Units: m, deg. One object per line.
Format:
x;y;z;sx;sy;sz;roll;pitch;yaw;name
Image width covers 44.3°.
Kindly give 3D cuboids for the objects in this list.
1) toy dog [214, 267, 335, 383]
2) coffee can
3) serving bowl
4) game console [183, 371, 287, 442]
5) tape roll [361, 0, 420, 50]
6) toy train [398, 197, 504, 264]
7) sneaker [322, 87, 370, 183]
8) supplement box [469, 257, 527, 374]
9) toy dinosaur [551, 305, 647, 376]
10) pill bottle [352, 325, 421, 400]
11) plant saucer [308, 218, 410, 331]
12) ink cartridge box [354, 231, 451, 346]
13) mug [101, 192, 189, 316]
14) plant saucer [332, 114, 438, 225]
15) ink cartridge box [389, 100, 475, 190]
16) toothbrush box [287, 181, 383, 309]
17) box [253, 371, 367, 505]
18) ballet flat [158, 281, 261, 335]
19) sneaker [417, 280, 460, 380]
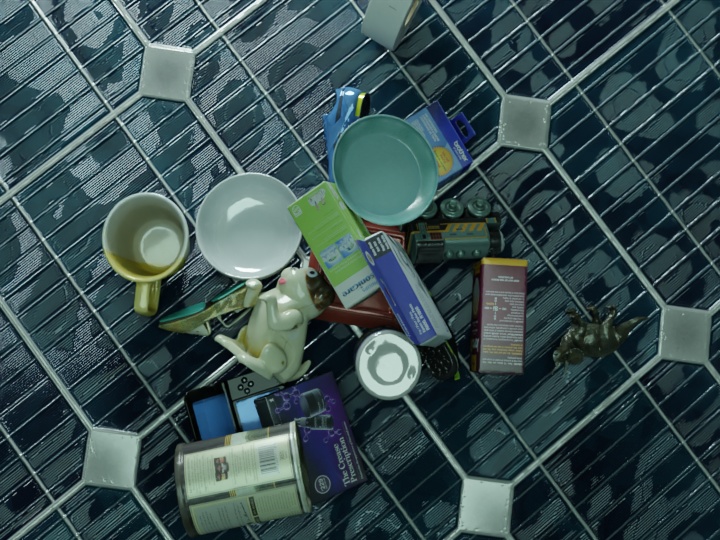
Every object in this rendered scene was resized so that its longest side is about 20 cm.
-0.127;0.088;1.550;0.192;0.139;0.203;33;87;-27;toy dog
-0.187;0.335;1.424;0.195;0.146;0.150;-10;85;-2;coffee can
-0.199;-0.072;1.614;0.195;0.066;0.205;0;73;0;serving bowl
-0.198;0.287;1.562;0.172;0.116;0.205;-16;86;-4;game console
0.075;-0.508;1.608;0.070;0.202;0.205;28;84;0;tape roll
0.167;-0.068;1.608;0.195;0.086;0.116;-1;52;-10;toy train
-0.040;-0.242;1.652;0.077;0.066;0.205;12;85;15;sneaker
0.249;0.085;1.604;0.083;0.110;0.206;3;84;-2;supplement box
0.432;0.121;1.638;0.195;0.077;0.105;-11;97;-9;toy dinosaur
0.042;0.156;1.540;0.111;0.200;0.117;0;89;-3;pill bottle
0.000;0.000;1.639;0.195;0.037;0.205;10;84;-2;plant saucer
0.077;0.032;1.485;0.040;0.200;0.202;-31;78;12;ink cartridge box
-0.377;-0.034;1.566;0.148;0.153;0.188;36;85;1;mug
0.041;-0.174;1.567;0.195;0.036;0.205;3;77;-14;plant saucer
0.118;-0.217;1.646;0.198;0.076;0.138;-33;87;-7;ink cartridge box
-0.029;-0.045;1.544;0.085;0.146;0.202;-33;87;10;toothbrush box
-0.088;0.300;1.563;0.139;0.079;0.204;-18;86;-24;box
-0.268;0.080;1.608;0.197;0.071;0.072;-25;86;-5;ballet flat
0.127;0.109;1.618;0.071;0.082;0.204;-24;82;23;sneaker
